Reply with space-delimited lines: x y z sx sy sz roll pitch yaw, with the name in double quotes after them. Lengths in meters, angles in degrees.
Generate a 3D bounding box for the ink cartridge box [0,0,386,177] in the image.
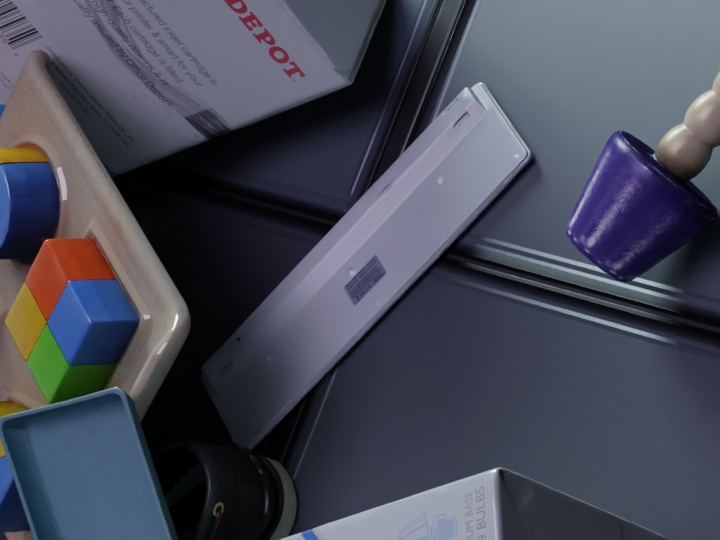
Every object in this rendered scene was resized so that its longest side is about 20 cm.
-0.109 -0.135 1.381 0.200 0.145 0.084 -18 35 36 "ink cartridge box"

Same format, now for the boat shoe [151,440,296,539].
-0.116 0.155 1.328 0.201 0.063 0.074 -48 49 17 "boat shoe"

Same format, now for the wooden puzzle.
-0.161 0.026 1.345 0.185 0.046 0.200 -60 43 35 "wooden puzzle"

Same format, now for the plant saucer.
-0.099 0.151 1.269 0.070 0.019 0.200 -15 96 27 "plant saucer"

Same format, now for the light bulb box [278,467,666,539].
0.016 0.206 1.137 0.200 0.125 0.198 -22 58 33 "light bulb box"

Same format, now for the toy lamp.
0.161 -0.080 1.186 0.200 0.058 0.058 -48 46 12 "toy lamp"

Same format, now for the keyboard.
0.000 0.000 1.330 0.200 0.011 0.056 -47 52 17 "keyboard"
